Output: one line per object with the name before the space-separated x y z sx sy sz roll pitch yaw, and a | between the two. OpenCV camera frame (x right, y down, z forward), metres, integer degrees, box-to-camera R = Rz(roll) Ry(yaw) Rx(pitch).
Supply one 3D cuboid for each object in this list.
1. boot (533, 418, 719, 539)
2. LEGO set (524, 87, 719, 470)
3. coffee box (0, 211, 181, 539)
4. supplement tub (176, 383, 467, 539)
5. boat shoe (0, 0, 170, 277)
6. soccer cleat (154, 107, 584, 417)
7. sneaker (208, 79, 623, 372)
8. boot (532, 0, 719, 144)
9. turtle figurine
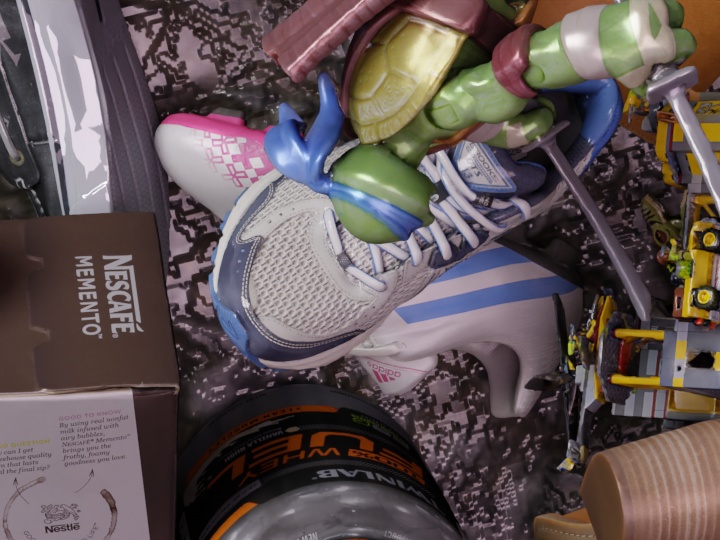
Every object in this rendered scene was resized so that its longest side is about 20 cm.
boot | 0.155 0.113 1.073 0.153 0.200 0.074 -7 69 -13
LEGO set | 0.137 0.001 1.105 0.115 0.199 0.155 2 90 33
coffee box | -0.115 0.090 1.069 0.079 0.113 0.201 -2 127 -8
supplement tub | -0.015 0.127 1.082 0.121 0.200 0.124 -2 103 -8
boat shoe | -0.129 -0.070 1.097 0.070 0.072 0.201 -7 106 17
soccer cleat | 0.000 0.000 1.117 0.199 0.070 0.087 22 82 -14
sneaker | 0.025 -0.033 1.046 0.200 0.085 0.077 -36 94 -32
boot | 0.163 -0.114 1.127 0.200 0.071 0.145 26 104 -10
turtle figurine | 0.079 -0.087 0.950 0.199 0.144 0.195 17 87 14
